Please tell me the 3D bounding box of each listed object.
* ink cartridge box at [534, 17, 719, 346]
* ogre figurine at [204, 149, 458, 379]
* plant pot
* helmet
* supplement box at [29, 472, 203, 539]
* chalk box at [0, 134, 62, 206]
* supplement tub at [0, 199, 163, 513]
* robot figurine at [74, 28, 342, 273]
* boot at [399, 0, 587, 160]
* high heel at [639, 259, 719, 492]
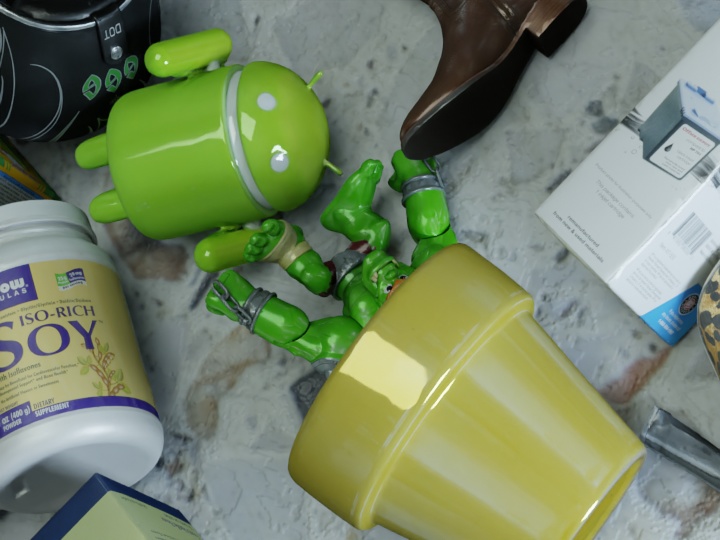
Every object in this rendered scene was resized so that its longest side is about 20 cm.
[{"bbox_3d":[0.234,-0.063,1.635,0.200,0.146,0.086,-47,60,3],"label":"ink cartridge box"},{"bbox_3d":[0.000,0.000,1.749,0.120,0.199,0.098,48,140,18],"label":"ogre figurine"},{"bbox_3d":[0.083,0.115,1.630,0.188,0.201,0.201,36,90,14],"label":"plant pot"},{"bbox_3d":[-0.249,-0.196,1.870,0.198,0.191,0.202,6,59,-10],"label":"helmet"},{"bbox_3d":[-0.169,0.293,1.709,0.200,0.134,0.200,-45,62,5],"label":"supplement box"},{"bbox_3d":[-0.359,-0.093,1.922,0.124,0.125,0.200,-46,63,5],"label":"chalk box"},{"bbox_3d":[-0.237,0.064,1.806,0.145,0.145,0.201,-25,66,15],"label":"supplement tub"},{"bbox_3d":[-0.112,-0.090,1.815,0.198,0.116,0.177,-12,95,19],"label":"robot figurine"},{"bbox_3d":[0.042,-0.199,1.806,0.186,0.064,0.200,-41,64,-12],"label":"boot"},{"bbox_3d":[0.286,0.064,1.611,0.142,0.071,0.201,30,101,32],"label":"high heel"}]
